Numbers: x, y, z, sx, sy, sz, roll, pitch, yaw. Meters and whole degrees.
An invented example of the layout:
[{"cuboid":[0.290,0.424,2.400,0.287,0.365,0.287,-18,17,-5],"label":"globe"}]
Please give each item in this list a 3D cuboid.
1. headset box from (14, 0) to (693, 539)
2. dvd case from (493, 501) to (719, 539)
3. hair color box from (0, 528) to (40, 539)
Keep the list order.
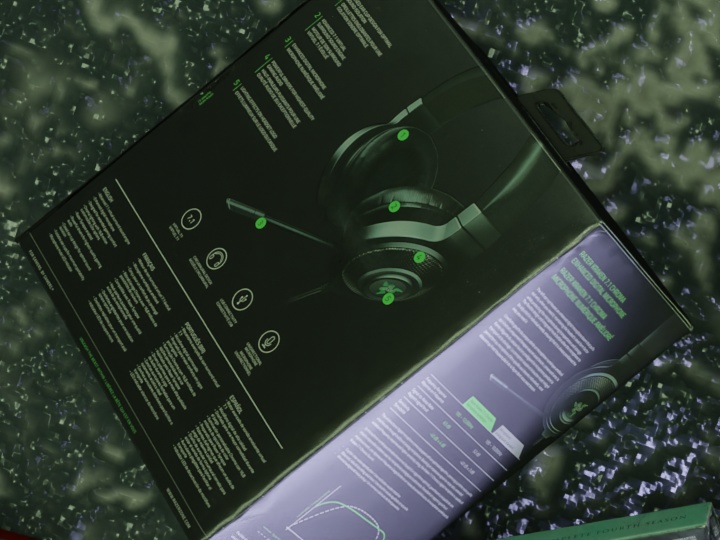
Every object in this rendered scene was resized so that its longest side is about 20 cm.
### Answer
[{"cuboid":[0.000,0.000,1.105,0.200,0.093,0.174,-40,51,5],"label":"headset box"},{"cuboid":[0.091,0.187,1.123,0.145,0.022,0.201,-13,112,20],"label":"dvd case"},{"cuboid":[-0.166,0.205,1.162,0.061,0.102,0.201,15,92,6],"label":"hair color box"}]
